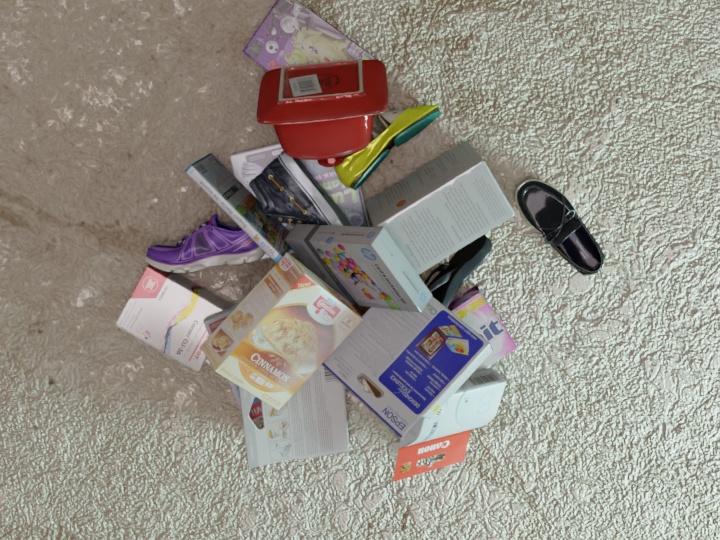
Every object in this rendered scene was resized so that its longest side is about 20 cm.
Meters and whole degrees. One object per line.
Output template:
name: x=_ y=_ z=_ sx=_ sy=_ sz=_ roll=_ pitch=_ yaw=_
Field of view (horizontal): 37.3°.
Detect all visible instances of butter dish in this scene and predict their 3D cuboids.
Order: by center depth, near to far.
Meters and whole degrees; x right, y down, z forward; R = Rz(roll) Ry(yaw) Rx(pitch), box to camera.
butter dish: x=-0.053 y=-0.230 z=1.654 sx=0.199 sy=0.200 sz=0.148 roll=-5 pitch=124 yaw=1

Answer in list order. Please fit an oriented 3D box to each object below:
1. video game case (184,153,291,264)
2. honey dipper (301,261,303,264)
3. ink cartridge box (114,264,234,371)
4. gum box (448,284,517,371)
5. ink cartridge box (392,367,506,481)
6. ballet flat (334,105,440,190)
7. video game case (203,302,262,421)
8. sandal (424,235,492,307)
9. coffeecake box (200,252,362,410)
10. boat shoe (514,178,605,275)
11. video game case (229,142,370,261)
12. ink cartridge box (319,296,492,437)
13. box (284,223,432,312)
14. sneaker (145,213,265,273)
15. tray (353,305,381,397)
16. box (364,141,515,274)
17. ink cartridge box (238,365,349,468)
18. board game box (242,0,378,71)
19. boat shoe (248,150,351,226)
video game case: x=-0.185 y=-0.100 z=1.680 sx=0.018 sy=0.143 sz=0.200 roll=-44 pitch=96 yaw=12
honey dipper: x=0.000 y=0.000 z=1.775 sx=0.199 sy=0.038 sz=0.038 roll=8 pitch=100 yaw=-5
ink cartridge box: x=-0.288 y=0.085 z=1.772 sx=0.200 sy=0.068 sz=0.117 roll=29 pitch=98 yaw=-5
gum box: x=0.145 y=0.130 z=1.778 sx=0.200 sy=0.066 sz=0.114 roll=-34 pitch=99 yaw=6
ink cartridge box: x=0.143 y=0.263 z=1.743 sx=0.160 sy=0.047 sz=0.201 roll=-9 pitch=124 yaw=-33
ballet flat: x=0.037 y=-0.215 z=1.716 sx=0.200 sy=0.067 sz=0.067 roll=-42 pitch=83 yaw=-2
video game case: x=-0.160 y=0.140 z=1.768 sx=0.143 sy=0.017 sz=0.201 roll=-23 pitch=113 yaw=-10
sandal: x=0.135 y=0.014 z=1.755 sx=0.043 sy=0.076 sz=0.200 roll=39 pitch=88 yaw=-26
coffeecake box: x=-0.120 y=0.096 z=1.647 sx=0.200 sy=0.073 sz=0.153 roll=-47 pitch=131 yaw=4
boat shoe: x=0.331 y=-0.071 z=1.746 sx=0.075 sy=0.062 sz=0.200 roll=-40 pitch=96 yaw=8
video game case: x=-0.098 y=-0.125 z=1.758 sx=0.199 sy=0.023 sz=0.183 roll=-13 pitch=100 yaw=2
ink cartridge box: x=0.070 y=0.134 z=1.666 sx=0.200 sy=0.047 sz=0.198 roll=-46 pitch=60 yaw=-6
box: x=-0.004 y=-0.005 z=1.654 sx=0.041 sy=0.200 sz=0.156 roll=-56 pitch=128 yaw=-26
sneaker: x=-0.254 y=-0.047 z=1.740 sx=0.199 sy=0.081 sz=0.084 roll=-10 pitch=103 yaw=3
tray: x=0.031 y=0.121 z=1.737 sx=0.099 sy=0.037 sz=0.200 roll=-37 pitch=60 yaw=6
box: x=0.122 y=-0.097 z=1.691 sx=0.200 sy=0.152 sz=0.107 roll=-32 pitch=108 yaw=6
ink cartridge box: x=-0.113 y=0.219 z=1.775 sx=0.175 sy=0.045 sz=0.201 roll=-8 pitch=109 yaw=-11
board game box: x=-0.076 y=-0.342 z=1.720 sx=0.200 sy=0.032 sz=0.120 roll=35 pitch=102 yaw=-6
boat shoe: x=-0.090 y=-0.092 z=1.723 sx=0.091 sy=0.071 sz=0.200 roll=-38 pitch=92 yaw=11
